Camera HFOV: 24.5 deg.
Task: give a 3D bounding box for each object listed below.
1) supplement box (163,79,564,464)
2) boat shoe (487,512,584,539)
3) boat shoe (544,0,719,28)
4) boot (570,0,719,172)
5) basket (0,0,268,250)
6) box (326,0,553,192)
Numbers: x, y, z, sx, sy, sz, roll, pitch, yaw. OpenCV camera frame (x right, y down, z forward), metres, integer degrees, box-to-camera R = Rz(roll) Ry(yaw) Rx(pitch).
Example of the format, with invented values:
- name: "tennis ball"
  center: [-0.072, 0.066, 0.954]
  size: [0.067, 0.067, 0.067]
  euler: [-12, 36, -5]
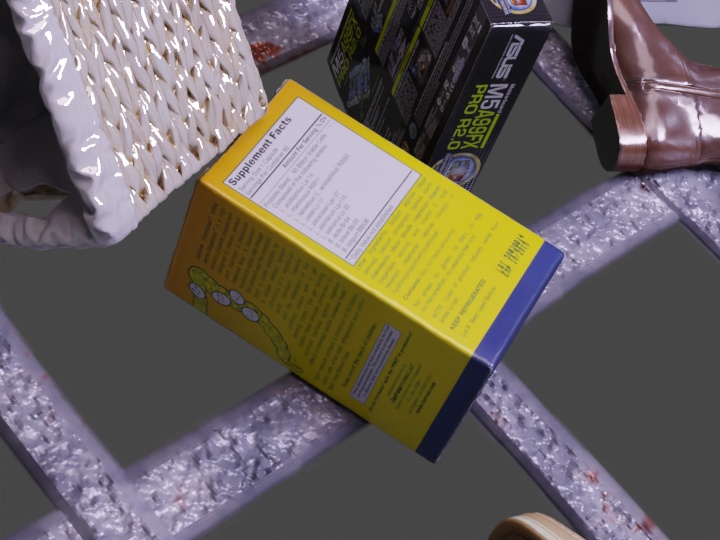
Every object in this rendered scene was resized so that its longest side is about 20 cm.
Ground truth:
- name: "supplement box"
  center: [0.000, 0.000, 0.989]
  size: [0.199, 0.110, 0.109]
  euler: [33, 50, 6]
- name: "boat shoe"
  center: [0.154, 0.207, 0.917]
  size: [0.200, 0.074, 0.066]
  euler: [46, 40, 15]
- name: "boat shoe"
  center: [0.198, -0.217, 1.264]
  size: [0.198, 0.069, 0.057]
  euler: [7, 15, -5]
- name: "boot"
  center: [0.260, -0.152, 1.216]
  size: [0.198, 0.064, 0.188]
  euler: [-1, 75, -16]
- name: "basket"
  center: [-0.183, -0.133, 0.931]
  size: [0.197, 0.201, 0.161]
  euler: [3, 30, 41]
- name: "box"
  center: [0.044, -0.144, 1.056]
  size: [0.044, 0.201, 0.161]
  euler: [-4, 55, -23]
